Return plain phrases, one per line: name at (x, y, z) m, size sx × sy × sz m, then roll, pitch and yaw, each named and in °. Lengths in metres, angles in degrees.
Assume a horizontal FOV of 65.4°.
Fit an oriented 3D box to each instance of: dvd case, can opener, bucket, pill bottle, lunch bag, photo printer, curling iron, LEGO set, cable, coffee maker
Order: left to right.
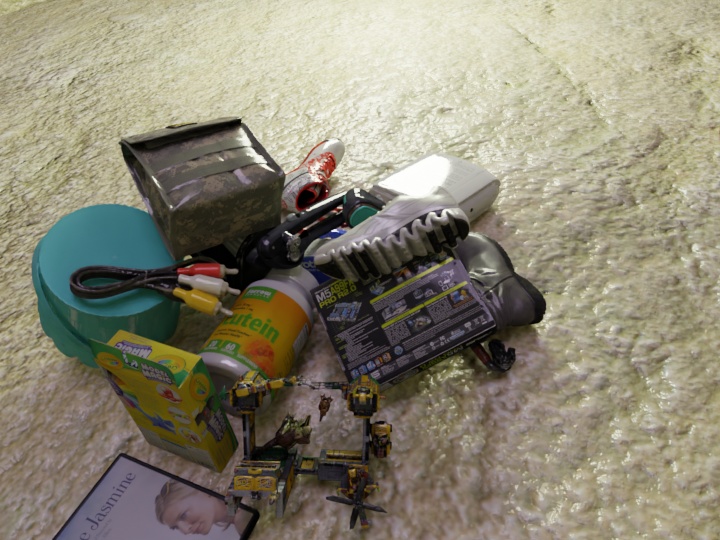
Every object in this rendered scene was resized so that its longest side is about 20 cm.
bucket at (-0.344, 0.017, 0.777) m, size 0.206 × 0.135 × 0.208 m, roll 13°, pitch 53°, yaw -17°
dvd case at (-0.229, 0.292, 0.607) m, size 0.199 × 0.018 × 0.143 m, roll 13°, pitch 46°, yaw 20°
cable at (-0.253, 0.005, 0.709) m, size 0.199 × 0.050 × 0.098 m, roll 13°, pitch 49°, yaw -19°
lunch bag at (-0.220, -0.138, 0.769) m, size 0.163 × 0.118 × 0.200 m, roll -22°, pitch 59°, yaw -28°
coffee maker at (-0.225, -0.065, 0.906) m, size 0.200 × 0.192 × 0.135 m, roll 39°, pitch 77°, yaw 14°
pill bottle at (-0.130, 0.083, 0.755) m, size 0.110 × 0.111 × 0.200 m, roll 11°, pitch 45°, yaw 18°
LEGO set at (-0.062, 0.187, 0.597) m, size 0.199 × 0.155 × 0.116 m, roll 9°, pitch 9°, yaw 1°
can opener at (-0.075, -0.065, 0.805) m, size 0.078 × 0.064 × 0.200 m, roll 22°, pitch 46°, yaw 36°
photo printer at (0.137, -0.139, 0.994) m, size 0.166 × 0.070 × 0.200 m, roll 30°, pitch 48°, yaw 33°
curling iron at (0.149, 0.078, 0.798) m, size 0.049 × 0.026 × 0.200 m, roll -3°, pitch 32°, yaw -30°

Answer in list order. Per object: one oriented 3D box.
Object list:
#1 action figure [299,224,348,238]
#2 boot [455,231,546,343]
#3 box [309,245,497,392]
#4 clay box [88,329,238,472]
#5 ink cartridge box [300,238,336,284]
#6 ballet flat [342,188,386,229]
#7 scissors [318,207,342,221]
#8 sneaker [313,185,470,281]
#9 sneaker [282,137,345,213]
action figure at (-0.021, -0.045, 0.907) m, size 0.199 × 0.066 × 0.052 m, roll 3°, pitch 5°, yaw -19°
boot at (0.160, 0.013, 0.808) m, size 0.131 × 0.070 × 0.200 m, roll -9°, pitch 38°, yaw -29°
box at (0.053, 0.052, 0.732) m, size 0.199 × 0.044 × 0.161 m, roll -29°, pitch 66°, yaw 5°
clay box at (-0.216, 0.143, 0.633) m, size 0.114 × 0.201 × 0.048 m, roll 14°, pitch 45°, yaw 19°
ink cartridge box at (0.000, 0.000, 0.837) m, size 0.199 × 0.094 × 0.044 m, roll -1°, pitch 41°, yaw 11°
ballet flat at (0.045, -0.070, 0.863) m, size 0.073 × 0.200 × 0.073 m, roll -24°, pitch 53°, yaw 37°
scissors at (0.006, -0.090, 1.006) m, size 0.199 × 0.014 × 0.073 m, roll 21°, pitch 46°, yaw 25°
sneaker at (0.035, -0.047, 0.715) m, size 0.199 × 0.075 × 0.081 m, roll -19°, pitch 56°, yaw 4°
sneaker at (-0.077, -0.176, 1.059) m, size 0.201 × 0.067 × 0.108 m, roll -39°, pitch 42°, yaw -24°
